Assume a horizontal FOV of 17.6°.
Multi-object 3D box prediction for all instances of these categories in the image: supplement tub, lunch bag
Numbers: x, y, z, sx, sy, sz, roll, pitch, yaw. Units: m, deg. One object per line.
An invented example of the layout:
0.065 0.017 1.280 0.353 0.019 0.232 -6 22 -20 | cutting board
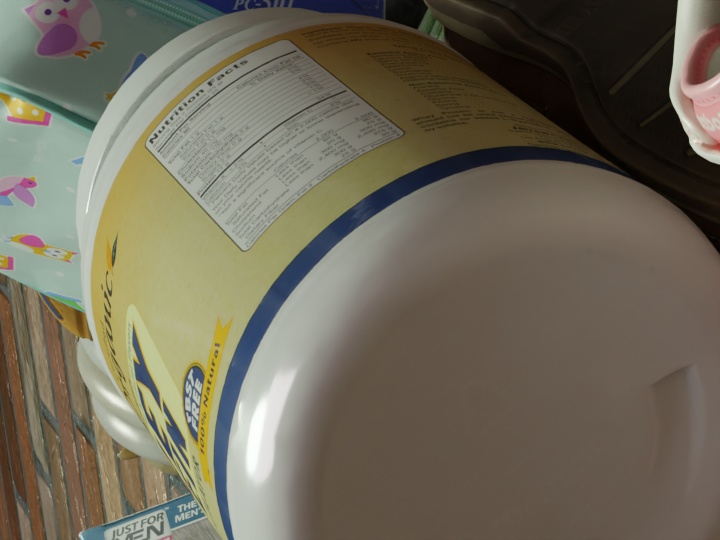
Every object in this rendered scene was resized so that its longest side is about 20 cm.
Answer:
0.005 0.012 0.642 0.200 0.144 0.145 -136 39 -59 | supplement tub
-0.081 -0.038 0.899 0.200 0.160 0.077 129 161 -68 | lunch bag

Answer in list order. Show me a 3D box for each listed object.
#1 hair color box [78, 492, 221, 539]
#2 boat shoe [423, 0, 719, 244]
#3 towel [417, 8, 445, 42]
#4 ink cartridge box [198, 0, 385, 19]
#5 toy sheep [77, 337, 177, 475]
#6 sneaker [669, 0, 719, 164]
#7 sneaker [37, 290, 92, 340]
-0.052 0.158 1.087 0.200 0.100 0.061 63 -174 -66 | hair color box
0.090 -0.051 0.669 0.068 0.072 0.200 59 174 -38 | boat shoe
0.000 0.000 0.868 0.149 0.031 0.201 107 -177 -55 | towel
-0.045 -0.095 0.974 0.200 0.093 0.044 120 152 -78 | ink cartridge box
-0.081 0.022 1.180 0.138 0.137 0.201 -120 31 -50 | toy sheep
0.121 -0.011 0.499 0.075 0.104 0.201 170 89 -72 | sneaker
-0.056 -0.029 1.048 0.076 0.199 0.088 65 -146 -27 | sneaker
